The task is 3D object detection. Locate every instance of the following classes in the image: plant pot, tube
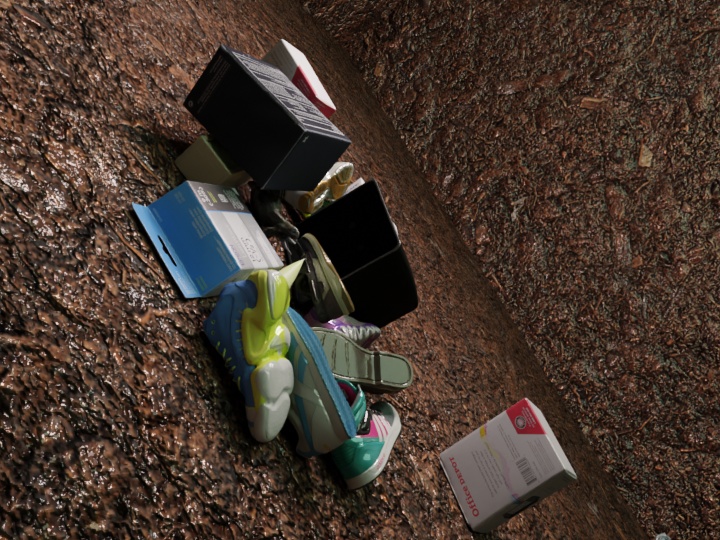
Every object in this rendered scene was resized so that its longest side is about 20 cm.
[{"bbox_3d":[0.000,0.000,1.222,0.178,0.196,0.202,53,12,-39],"label":"plant pot"},{"bbox_3d":[-0.133,0.036,0.971,0.200,0.056,0.053,-51,138,-69],"label":"tube"}]

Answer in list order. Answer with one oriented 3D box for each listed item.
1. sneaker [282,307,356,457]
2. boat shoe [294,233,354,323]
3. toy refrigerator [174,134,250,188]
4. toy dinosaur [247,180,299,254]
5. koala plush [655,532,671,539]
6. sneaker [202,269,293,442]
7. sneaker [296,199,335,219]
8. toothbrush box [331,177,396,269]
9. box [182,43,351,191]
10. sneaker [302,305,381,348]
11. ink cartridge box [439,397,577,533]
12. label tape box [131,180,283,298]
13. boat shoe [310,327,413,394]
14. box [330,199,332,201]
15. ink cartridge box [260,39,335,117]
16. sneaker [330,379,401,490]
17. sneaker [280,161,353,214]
[{"bbox_3d":[-0.080,0.135,0.873,0.203,0.080,0.076,65,10,20],"label":"sneaker"},{"bbox_3d":[-0.073,0.010,1.065,0.201,0.065,0.073,53,-14,50],"label":"boat shoe"},{"bbox_3d":[-0.224,-0.182,1.138,0.076,0.069,0.200,51,16,-5],"label":"toy refrigerator"},{"bbox_3d":[-0.165,-0.119,1.188,0.075,0.105,0.201,-7,34,-20],"label":"toy dinosaur"},{"bbox_3d":[1.153,1.048,2.463,0.198,0.184,0.179,35,21,-18],"label":"koala plush"},{"bbox_3d":[-0.138,0.103,0.827,0.076,0.102,0.206,42,47,-63],"label":"sneaker"},{"bbox_3d":[-0.120,-0.182,1.385,0.202,0.084,0.078,55,-5,-3],"label":"sneaker"},{"bbox_3d":[0.016,-0.074,1.402,0.146,0.085,0.202,51,17,-28],"label":"toothbrush box"},{"bbox_3d":[-0.147,-0.238,1.116,0.198,0.124,0.199,45,18,12],"label":"box"},{"bbox_3d":[-0.034,0.095,1.119,0.089,0.080,0.199,51,15,19],"label":"sneaker"},{"bbox_3d":[0.260,0.349,1.217,0.085,0.198,0.150,34,25,-49],"label":"ink cartridge box"},{"bbox_3d":[-0.202,-0.044,0.933,0.145,0.066,0.200,57,14,8],"label":"label tape box"},{"bbox_3d":[-0.019,0.145,1.005,0.197,0.068,0.073,24,55,-23],"label":"boat shoe"},{"bbox_3d":[-0.052,-0.077,1.453,0.076,0.050,0.201,49,17,-23],"label":"box"},{"bbox_3d":[-0.166,-0.304,1.291,0.149,0.199,0.085,57,17,17],"label":"ink cartridge box"},{"bbox_3d":[-0.008,0.205,0.967,0.123,0.082,0.200,61,16,-8],"label":"sneaker"},{"bbox_3d":[-0.084,-0.175,1.304,0.086,0.077,0.199,25,29,19],"label":"sneaker"}]
